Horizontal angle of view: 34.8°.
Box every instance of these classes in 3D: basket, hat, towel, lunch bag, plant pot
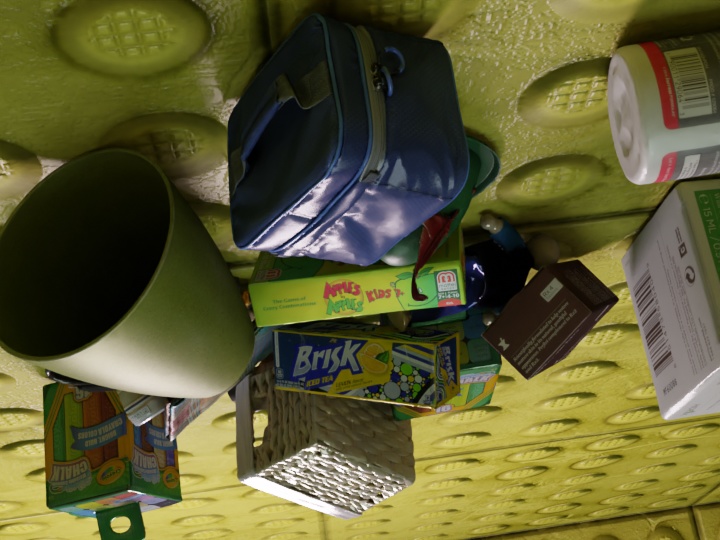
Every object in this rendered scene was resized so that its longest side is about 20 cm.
[{"bbox_3d":[-0.038,0.198,1.374,0.123,0.137,0.199,-29,140,33],"label":"basket"},{"bbox_3d":[0.049,-0.012,1.016,0.165,0.177,0.199,-27,152,38],"label":"hat"},{"bbox_3d":[-0.138,0.104,1.277,0.200,0.022,0.147,-42,169,-23],"label":"towel"},{"bbox_3d":[-0.020,-0.094,0.851,0.131,0.137,0.200,4,154,-30],"label":"lunch bag"},{"bbox_3d":[-0.180,0.029,0.975,0.186,0.188,0.200,-18,146,20],"label":"plant pot"}]

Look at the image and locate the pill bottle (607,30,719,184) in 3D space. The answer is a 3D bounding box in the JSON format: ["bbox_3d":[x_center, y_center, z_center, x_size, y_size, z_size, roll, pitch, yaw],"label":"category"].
[{"bbox_3d":[0.304,-0.136,0.908,0.198,0.112,0.111,-9,158,0],"label":"pill bottle"}]

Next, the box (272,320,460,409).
[{"bbox_3d":[0.005,0.096,1.223,0.199,0.071,0.064,3,-169,30],"label":"box"}]

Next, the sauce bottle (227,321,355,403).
[{"bbox_3d":[-0.079,0.122,1.437,0.199,0.065,0.065,-22,154,29],"label":"sauce bottle"}]

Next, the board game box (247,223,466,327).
[{"bbox_3d":[0.000,0.000,1.102,0.198,0.102,0.048,-7,115,8],"label":"board game box"}]

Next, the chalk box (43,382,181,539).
[{"bbox_3d":[-0.306,0.237,1.424,0.124,0.202,0.124,-17,156,18],"label":"chalk box"}]

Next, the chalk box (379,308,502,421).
[{"bbox_3d":[0.088,0.079,1.319,0.124,0.125,0.200,-9,158,-2],"label":"chalk box"}]

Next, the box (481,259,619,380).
[{"bbox_3d":[0.209,0.048,1.238,0.100,0.075,0.200,-49,165,16],"label":"box"}]

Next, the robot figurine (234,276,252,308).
[{"bbox_3d":[-0.211,0.052,1.225,0.198,0.059,0.145,-7,160,-3],"label":"robot figurine"}]

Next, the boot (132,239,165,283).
[{"bbox_3d":[-0.223,0.033,1.115,0.161,0.074,0.199,-19,136,10],"label":"boot"}]

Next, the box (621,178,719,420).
[{"bbox_3d":[0.405,0.029,1.222,0.170,0.201,0.200,-6,157,-9],"label":"box"}]

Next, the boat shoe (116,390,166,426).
[{"bbox_3d":[-0.205,0.108,1.303,0.072,0.062,0.200,-29,-176,27],"label":"boat shoe"}]

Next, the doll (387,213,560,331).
[{"bbox_3d":[0.125,0.000,1.202,0.199,0.048,0.137,-14,124,-22],"label":"doll"}]

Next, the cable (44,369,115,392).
[{"bbox_3d":[-0.228,0.088,1.131,0.198,0.051,0.097,-8,157,25],"label":"cable"}]
